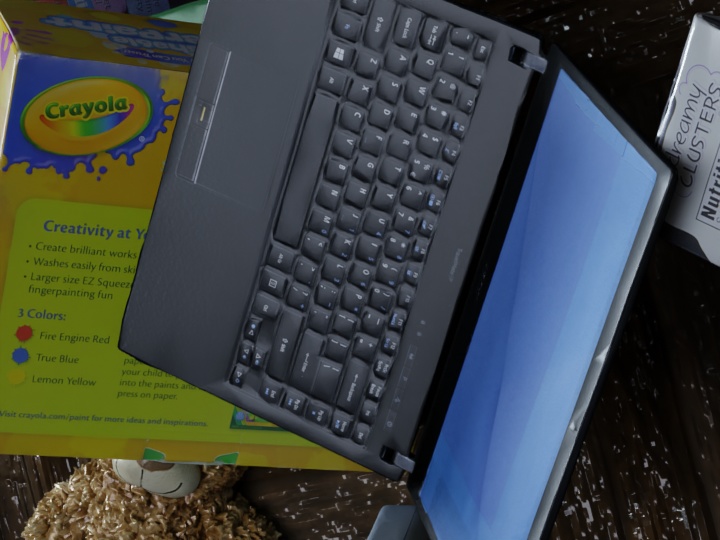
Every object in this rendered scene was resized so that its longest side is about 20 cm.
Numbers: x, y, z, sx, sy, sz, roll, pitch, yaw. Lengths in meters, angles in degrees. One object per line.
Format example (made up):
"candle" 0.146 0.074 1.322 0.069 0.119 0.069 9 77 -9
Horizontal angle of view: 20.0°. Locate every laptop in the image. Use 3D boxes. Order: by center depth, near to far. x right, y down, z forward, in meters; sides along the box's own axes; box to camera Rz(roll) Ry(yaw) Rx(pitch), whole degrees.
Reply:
"laptop" 0.000 0.000 0.695 0.198 0.103 0.179 24 111 16

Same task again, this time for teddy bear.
"teddy bear" -0.100 0.137 0.975 0.145 0.067 0.201 42 122 23

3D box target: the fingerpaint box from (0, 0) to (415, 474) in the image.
"fingerpaint box" -0.062 -0.011 0.830 0.073 0.198 0.168 -129 47 -59

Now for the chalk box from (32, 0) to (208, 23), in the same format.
"chalk box" -0.135 -0.067 0.928 0.199 0.123 0.126 -15 89 40

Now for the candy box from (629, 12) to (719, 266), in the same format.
"candy box" 0.212 -0.015 0.627 0.199 0.167 0.072 28 113 32

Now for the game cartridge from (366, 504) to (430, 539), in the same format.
"game cartridge" 0.011 0.208 0.857 0.040 0.133 0.202 5 102 4
